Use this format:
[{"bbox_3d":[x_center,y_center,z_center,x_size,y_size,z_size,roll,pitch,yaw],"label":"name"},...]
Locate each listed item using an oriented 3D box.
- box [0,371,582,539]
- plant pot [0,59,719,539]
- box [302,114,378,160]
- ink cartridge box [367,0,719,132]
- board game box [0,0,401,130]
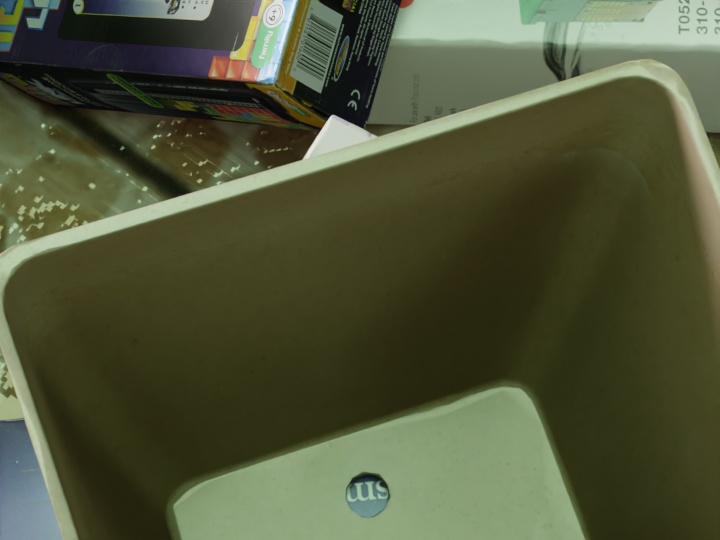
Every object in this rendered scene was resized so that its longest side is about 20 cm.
[{"bbox_3d":[-0.018,0.150,0.866,0.200,0.123,0.199,-6,74,-2],"label":"box"},{"bbox_3d":[0.019,0.084,0.729,0.199,0.177,0.200,-17,74,-9],"label":"plant pot"},{"bbox_3d":[0.000,0.000,0.871,0.041,0.200,0.039,30,78,9],"label":"box"},{"bbox_3d":[0.093,-0.135,0.976,0.200,0.084,0.146,1,71,0],"label":"ink cartridge box"},{"bbox_3d":[-0.048,-0.157,0.942,0.165,0.057,0.200,9,79,42],"label":"board game box"}]
